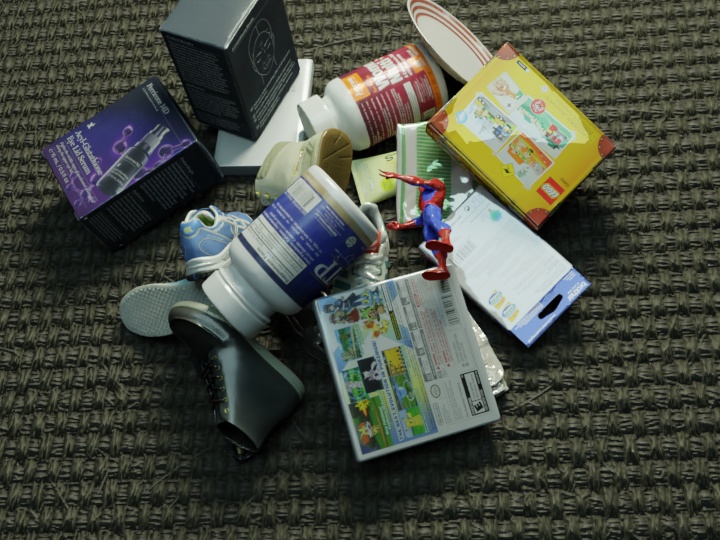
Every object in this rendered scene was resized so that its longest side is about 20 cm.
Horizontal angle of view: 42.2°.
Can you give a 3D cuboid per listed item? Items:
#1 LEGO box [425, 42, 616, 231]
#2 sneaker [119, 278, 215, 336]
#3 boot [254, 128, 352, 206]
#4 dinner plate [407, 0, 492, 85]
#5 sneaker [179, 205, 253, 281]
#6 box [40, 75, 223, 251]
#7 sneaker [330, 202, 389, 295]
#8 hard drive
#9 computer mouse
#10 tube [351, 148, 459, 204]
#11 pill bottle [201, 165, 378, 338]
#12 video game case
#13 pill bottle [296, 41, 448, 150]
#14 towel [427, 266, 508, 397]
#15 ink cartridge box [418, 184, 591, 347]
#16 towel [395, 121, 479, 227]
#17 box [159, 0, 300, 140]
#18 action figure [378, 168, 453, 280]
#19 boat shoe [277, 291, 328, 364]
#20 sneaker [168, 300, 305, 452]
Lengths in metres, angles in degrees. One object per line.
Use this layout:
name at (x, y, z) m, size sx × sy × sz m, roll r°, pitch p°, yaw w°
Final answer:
LEGO box at (0.208, -0.171, 1.225) m, size 0.200 × 0.077 × 0.149 m, roll 45°, pitch 91°, yaw 4°
sneaker at (-0.224, 0.044, 1.247) m, size 0.199 × 0.082 × 0.074 m, roll -10°, pitch 89°, yaw 22°
boot at (-0.088, -0.087, 1.261) m, size 0.154 × 0.072 × 0.201 m, roll 1°, pitch 77°, yaw 53°
dinner plate at (0.138, -0.317, 1.347) m, size 0.024 × 0.200 × 0.201 m, roll -45°, pitch 56°, yaw 30°
sneaker at (-0.185, -0.052, 1.230) m, size 0.075 × 0.077 × 0.200 m, roll -14°, pitch 15°, yaw 10°
box at (-0.322, -0.151, 1.323) m, size 0.200 × 0.104 × 0.148 m, roll -36°, pitch 62°, yaw -3°
sneaker at (0.000, 0.000, 1.183) m, size 0.070 × 0.094 × 0.200 m, roll 7°, pitch 49°, yaw -3°
hard drive at (-0.143, -0.233, 1.403) m, size 0.131 × 0.026 × 0.201 m, roll 0°, pitch 61°, yaw 7°
computer mouse at (-0.173, 0.149, 1.192) m, size 0.058 × 0.034 × 0.200 m, roll -22°, pitch 61°, yaw -6°
tube at (0.088, -0.148, 1.317) m, size 0.199 × 0.052 × 0.058 m, roll -16°, pitch 27°, yaw 3°
pill bottle at (-0.087, -0.018, 1.119) m, size 0.200 × 0.120 × 0.120 m, roll -43°, pitch 64°, yaw 1°
video game case at (0.055, 0.108, 1.122) m, size 0.182 × 0.022 × 0.201 m, roll -14°, pitch 81°, yaw -11°
pill bottle at (0.017, -0.239, 1.339) m, size 0.200 × 0.110 × 0.110 m, roll -26°, pitch 61°, yaw -8°
towel at (0.088, 0.098, 1.187) m, size 0.132 × 0.035 × 0.200 m, roll -27°, pitch 61°, yaw -9°
ink cartridge box at (0.186, -0.004, 1.211) m, size 0.119 × 0.042 × 0.200 m, roll -45°, pitch 67°, yaw -3°
towel at (0.148, -0.133, 1.278) m, size 0.199 × 0.023 × 0.153 m, roll -1°, pitch 88°, yaw 6°
box at (-0.178, -0.311, 1.322) m, size 0.107 × 0.200 × 0.149 m, roll 20°, pitch 65°, yaw 17°
action figure at (0.066, -0.067, 1.184) m, size 0.099 × 0.065 × 0.200 m, roll 7°, pitch 32°, yaw 0°
boat shoe at (-0.071, 0.051, 1.219) m, size 0.067 × 0.057 × 0.200 m, roll -40°, pitch 64°, yaw -14°
sneaker at (-0.173, 0.126, 1.143) m, size 0.200 × 0.075 × 0.106 m, roll 36°, pitch 54°, yaw 3°
